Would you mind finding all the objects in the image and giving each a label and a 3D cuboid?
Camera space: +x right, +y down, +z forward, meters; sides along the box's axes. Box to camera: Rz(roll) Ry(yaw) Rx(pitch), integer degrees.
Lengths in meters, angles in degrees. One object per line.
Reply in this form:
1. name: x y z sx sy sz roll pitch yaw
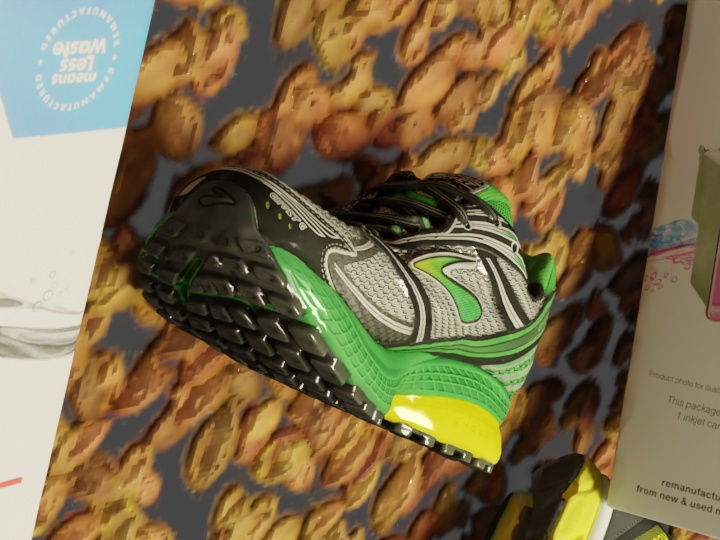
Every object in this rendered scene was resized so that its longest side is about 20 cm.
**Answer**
1. ink cartridge box: -0.130 0.012 0.596 0.116 0.067 0.200 -10 122 -48
2. sneaker: 0.000 0.000 0.753 0.085 0.078 0.200 -66 154 -3
3. ink cartridge box: 0.177 -0.003 0.912 0.144 0.085 0.200 2 99 -52
4. sneaker: 0.072 0.164 0.878 0.085 0.074 0.200 30 63 -14
